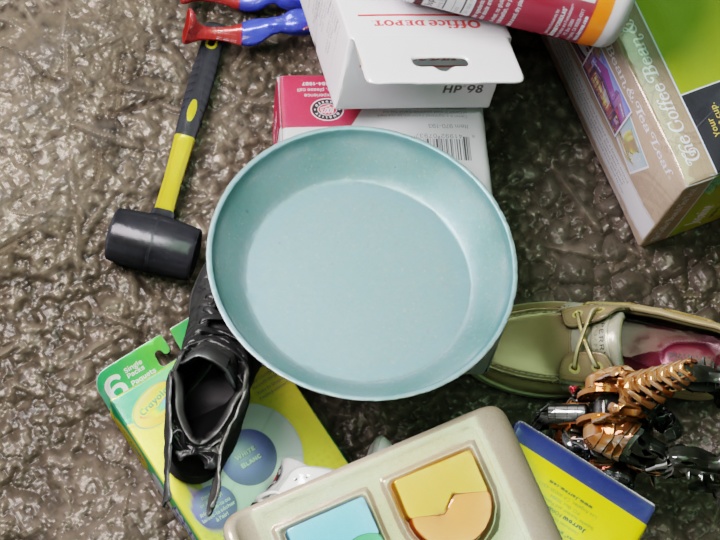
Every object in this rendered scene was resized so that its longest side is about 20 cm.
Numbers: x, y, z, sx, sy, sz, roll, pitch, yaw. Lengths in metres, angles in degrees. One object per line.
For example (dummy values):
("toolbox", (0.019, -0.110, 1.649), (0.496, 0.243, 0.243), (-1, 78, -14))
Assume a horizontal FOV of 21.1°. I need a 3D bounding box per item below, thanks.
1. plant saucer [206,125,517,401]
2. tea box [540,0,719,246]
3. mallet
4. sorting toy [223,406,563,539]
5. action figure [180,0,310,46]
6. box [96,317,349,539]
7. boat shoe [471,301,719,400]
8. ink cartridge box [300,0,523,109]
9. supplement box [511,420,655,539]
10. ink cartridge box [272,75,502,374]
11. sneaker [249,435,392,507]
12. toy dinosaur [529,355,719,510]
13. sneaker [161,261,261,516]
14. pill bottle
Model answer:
("plant saucer", (0.000, 0.000, 1.240), (0.199, 0.036, 0.201), (3, 61, -6))
("tea box", (0.259, -0.155, 1.389), (0.196, 0.134, 0.200), (-19, 75, -13))
("mallet", (-0.137, -0.090, 1.375), (0.066, 0.041, 0.201), (7, 68, -2))
("sorting toy", (0.039, 0.199, 1.185), (0.200, 0.036, 0.186), (-21, 79, -14))
("action figure", (-0.028, -0.189, 1.402), (0.199, 0.052, 0.066), (2, 53, -14))
("box", (-0.083, 0.123, 1.309), (0.117, 0.048, 0.200), (-32, 78, -15))
("boat shoe", (0.172, 0.051, 1.349), (0.199, 0.066, 0.074), (1, 74, -5))
("ink cartridge box", (0.027, -0.174, 1.325), (0.115, 0.067, 0.200), (-2, 49, -17))
("supplement box", (0.090, 0.218, 1.267), (0.109, 0.109, 0.200), (32, 73, 3))
("ink cartridge box", (0.016, -0.031, 1.328), (0.145, 0.083, 0.200), (0, 61, -8))
("sneaker", (-0.049, 0.172, 1.241), (0.200, 0.074, 0.089), (-24, 76, -23))
("toy dinosaur", (0.185, 0.103, 1.264), (0.135, 0.200, 0.102), (8, 89, -6))
("sneaker", (-0.092, 0.065, 1.246), (0.060, 0.104, 0.200), (13, 71, -3))
("pill bottle", (0.081, -0.221, 1.258), (0.199, 0.113, 0.113), (13, 72, -5))
